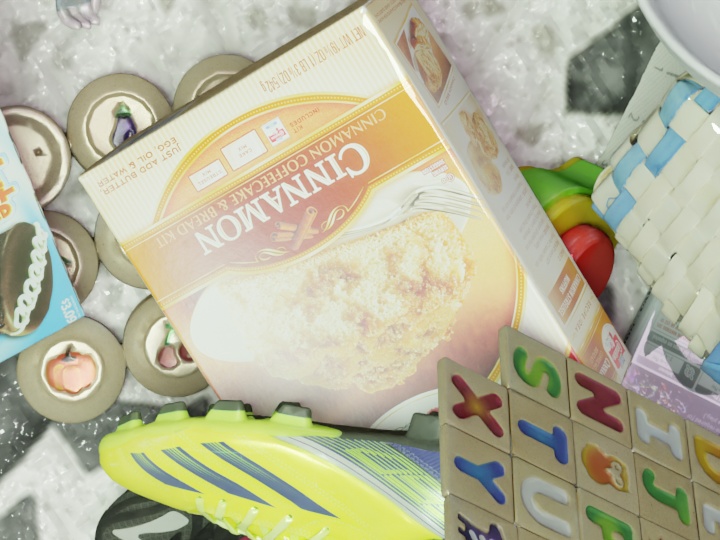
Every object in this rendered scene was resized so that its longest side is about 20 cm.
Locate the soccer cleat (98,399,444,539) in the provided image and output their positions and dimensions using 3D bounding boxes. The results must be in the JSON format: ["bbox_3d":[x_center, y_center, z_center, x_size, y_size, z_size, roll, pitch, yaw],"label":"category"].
[{"bbox_3d":[-0.019,0.097,0.977,0.200,0.065,0.084,3,88,18],"label":"soccer cleat"}]

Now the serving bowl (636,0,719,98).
[{"bbox_3d":[0.209,-0.137,0.968,0.200,0.066,0.200,-5,67,12],"label":"serving bowl"}]

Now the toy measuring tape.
[{"bbox_3d":[0.098,-0.045,1.076,0.073,0.074,0.200,29,91,-8],"label":"toy measuring tape"}]

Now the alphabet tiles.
[{"bbox_3d":[0.110,0.111,0.926,0.200,0.167,0.006,28,131,-27],"label":"alphabet tiles"}]

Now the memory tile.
[{"bbox_3d":[-0.073,-0.021,1.086,0.200,0.017,0.154,-13,95,-6],"label":"memory tile"}]

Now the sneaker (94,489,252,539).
[{"bbox_3d":[-0.064,0.141,1.013,0.084,0.200,0.077,3,106,-36],"label":"sneaker"}]

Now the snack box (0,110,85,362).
[{"bbox_3d":[-0.199,-0.031,0.980,0.116,0.037,0.200,-30,134,-14],"label":"snack box"}]

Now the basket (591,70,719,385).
[{"bbox_3d":[0.218,-0.014,1.028,0.200,0.139,0.176,42,44,17],"label":"basket"}]

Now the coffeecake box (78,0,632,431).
[{"bbox_3d":[0.000,0.000,1.024,0.153,0.073,0.200,-29,99,21],"label":"coffeecake box"}]

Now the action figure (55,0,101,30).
[{"bbox_3d":[-0.166,-0.189,1.009,0.149,0.200,0.134,45,128,20],"label":"action figure"}]

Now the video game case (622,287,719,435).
[{"bbox_3d":[0.205,0.093,1.126,0.200,0.023,0.182,26,90,-9],"label":"video game case"}]
